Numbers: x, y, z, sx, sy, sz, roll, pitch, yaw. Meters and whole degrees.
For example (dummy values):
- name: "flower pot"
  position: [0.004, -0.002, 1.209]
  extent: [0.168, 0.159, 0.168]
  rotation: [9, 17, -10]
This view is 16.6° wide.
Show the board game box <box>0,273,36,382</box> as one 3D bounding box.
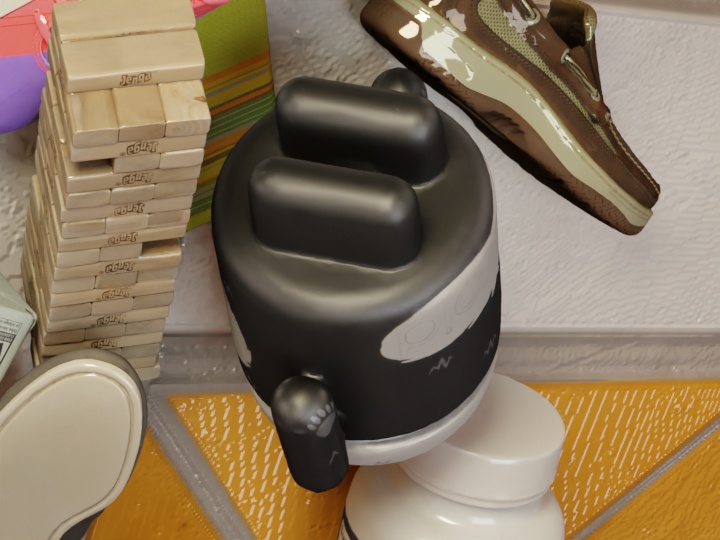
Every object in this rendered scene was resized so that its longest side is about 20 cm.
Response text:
- name: "board game box"
  position: [-0.244, 0.072, 1.002]
  extent: [0.147, 0.064, 0.201]
  rotation: [20, 105, -42]

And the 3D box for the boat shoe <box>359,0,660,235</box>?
- name: "boat shoe"
  position: [0.088, -0.088, 1.129]
  extent: [0.075, 0.075, 0.202]
  rotation: [-54, 135, -1]

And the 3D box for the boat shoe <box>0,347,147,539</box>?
- name: "boat shoe"
  position: [-0.139, 0.090, 1.064]
  extent: [0.066, 0.057, 0.201]
  rotation: [18, 131, -11]

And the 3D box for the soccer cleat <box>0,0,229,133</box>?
- name: "soccer cleat"
  position: [-0.082, -0.118, 0.952]
  extent: [0.200, 0.073, 0.068]
  rotation: [-40, 132, 4]

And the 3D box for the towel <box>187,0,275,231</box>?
- name: "towel"
  position: [-0.078, -0.103, 1.036]
  extent: [0.086, 0.018, 0.201]
  rotation: [-25, 132, -25]

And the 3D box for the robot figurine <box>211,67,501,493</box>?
- name: "robot figurine"
  position: [-0.002, 0.001, 1.071]
  extent: [0.150, 0.125, 0.201]
  rotation: [-34, 151, -16]

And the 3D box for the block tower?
- name: "block tower"
  position: [-0.101, -0.026, 0.985]
  extent: [0.057, 0.054, 0.201]
  rotation: [-6, 148, -14]

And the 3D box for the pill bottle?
- name: "pill bottle"
  position: [0.039, 0.154, 1.234]
  extent: [0.110, 0.111, 0.201]
  rotation: [-6, 123, -33]
